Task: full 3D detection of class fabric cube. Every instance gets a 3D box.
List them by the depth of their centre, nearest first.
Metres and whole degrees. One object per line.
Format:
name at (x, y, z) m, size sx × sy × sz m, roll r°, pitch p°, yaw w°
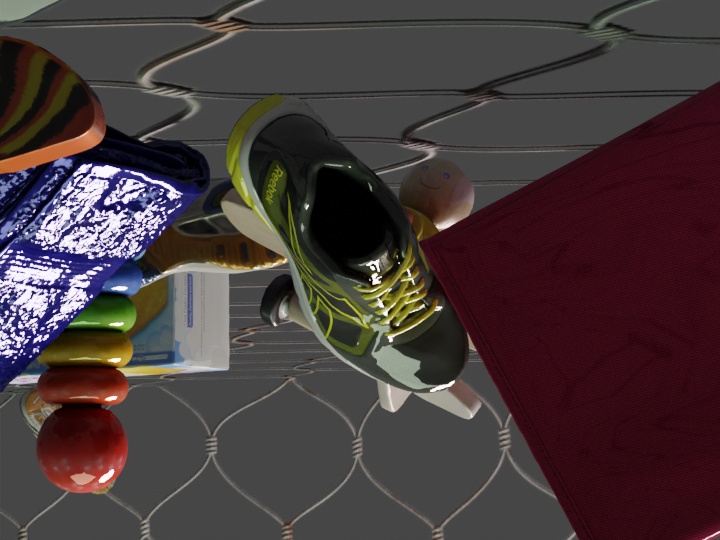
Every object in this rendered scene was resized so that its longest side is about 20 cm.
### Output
fabric cube at (0.168, 0.032, 1.324) m, size 0.199 × 0.196 × 0.200 m, roll -28°, pitch 171°, yaw 3°

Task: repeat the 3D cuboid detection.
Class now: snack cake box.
snack cake box at (-0.189, 0.018, 1.841) m, size 0.200 × 0.115 × 0.067 m, roll -6°, pitch 172°, yaw 35°

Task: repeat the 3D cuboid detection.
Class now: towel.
towel at (-0.185, -0.002, 1.428) m, size 0.200 × 0.050 × 0.148 m, roll -43°, pitch 150°, yaw 21°

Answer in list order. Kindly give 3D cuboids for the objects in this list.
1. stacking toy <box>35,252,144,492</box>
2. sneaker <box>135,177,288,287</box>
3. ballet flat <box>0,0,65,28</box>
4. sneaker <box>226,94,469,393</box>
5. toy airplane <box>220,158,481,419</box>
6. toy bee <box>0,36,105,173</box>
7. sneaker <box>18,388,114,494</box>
stacking toy at (-0.161, 0.031, 1.540) m, size 0.085 × 0.200 × 0.085 m, roll -2°, pitch 174°, yaw 0°
sneaker at (-0.127, -0.023, 1.651) m, size 0.200 × 0.075 × 0.088 m, roll 2°, pitch 179°, yaw -2°
ballet flat at (-0.168, -0.108, 0.832) m, size 0.200 × 0.073 × 0.073 m, roll -2°, pitch 175°, yaw 29°
sneaker at (0.000, 0.000, 1.367) m, size 0.200 × 0.074 × 0.085 m, roll 52°, pitch 174°, yaw -31°
toy airplane at (0.029, 0.004, 1.536) m, size 0.200 × 0.141 × 0.199 m, roll 30°, pitch 172°, yaw -20°
toy bee at (-0.224, -0.065, 1.184) m, size 0.200 × 0.109 × 0.131 m, roll -26°, pitch 174°, yaw -21°
sneaker at (-0.451, 0.258, 4.024) m, size 0.076 × 0.200 × 0.088 m, roll -41°, pitch -164°, yaw -19°
